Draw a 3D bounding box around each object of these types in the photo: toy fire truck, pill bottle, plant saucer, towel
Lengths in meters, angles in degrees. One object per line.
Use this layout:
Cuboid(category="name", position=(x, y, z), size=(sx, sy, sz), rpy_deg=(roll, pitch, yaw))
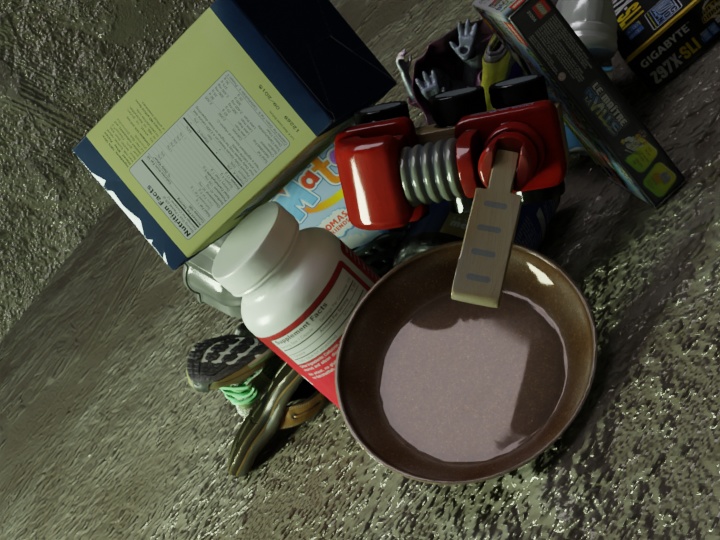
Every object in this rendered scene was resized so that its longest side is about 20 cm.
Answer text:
Cuboid(category="toy fire truck", position=(0.064, -0.058, 0.918), size=(0.174, 0.130, 0.200), rpy_deg=(-8, 14, 16))
Cuboid(category="pill bottle", position=(0.093, -0.017, 1.061), size=(0.111, 0.112, 0.201), rpy_deg=(-24, 30, 49))
Cuboid(category="plant saucer", position=(0.079, 0.070, 0.915), size=(0.198, 0.037, 0.203), rpy_deg=(-10, 56, 15))
Cuboid(category="towel", position=(0.147, -0.182, 1.217), size=(0.201, 0.023, 0.144), rpy_deg=(88, -156, -50))
Cuboid(category="pill bottle", position=(-0.031, 0.036, 1.080), size=(0.112, 0.200, 0.113), rpy_deg=(-38, 24, 21))

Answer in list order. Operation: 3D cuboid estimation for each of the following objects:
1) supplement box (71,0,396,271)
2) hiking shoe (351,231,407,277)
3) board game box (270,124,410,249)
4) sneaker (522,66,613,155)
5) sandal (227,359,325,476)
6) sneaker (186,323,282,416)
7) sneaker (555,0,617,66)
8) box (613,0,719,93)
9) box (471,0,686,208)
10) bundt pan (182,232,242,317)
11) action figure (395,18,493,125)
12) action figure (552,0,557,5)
Cuboid(category="supplement box", position=(-0.103, -0.134, 1.069), size=(0.199, 0.135, 0.200), rpy_deg=(-40, 2, 24))
Cuboid(category="hiking shoe", position=(0.000, 0.000, 1.190), size=(0.197, 0.075, 0.087), rpy_deg=(-14, 17, -8))
Cuboid(category="board game box", position=(-0.001, -0.063, 1.219), size=(0.151, 0.200, 0.037), rpy_deg=(-39, 20, 23))
Cuboid(category="sneaker", position=(0.191, -0.151, 1.161), size=(0.200, 0.075, 0.082), rpy_deg=(-65, -22, -82))
Cuboid(category="sandal", position=(-0.067, 0.131, 1.222), size=(0.201, 0.054, 0.082), rpy_deg=(-58, 10, 15))
Cuboid(category="sneaker", position=(-0.116, 0.111, 1.265), size=(0.076, 0.090, 0.200), rpy_deg=(4, 9, 20))
Cuboid(category="sneaker", position=(0.209, -0.237, 1.165), size=(0.200, 0.074, 0.090), rpy_deg=(-170, 84, -88))
Cuboid(category="box", position=(0.311, -0.270, 1.186), size=(0.159, 0.049, 0.201), rpy_deg=(-42, 19, 20))
Cuboid(category="box", position=(0.176, -0.146, 0.996), size=(0.035, 0.200, 0.110), rpy_deg=(-41, 19, 4))
Cuboid(category="bundt pan", position=(-0.093, -0.032, 1.321), size=(0.075, 0.202, 0.202), rpy_deg=(33, 78, 31))
Cuboid(category="action figure", position=(0.121, -0.206, 1.406), size=(0.132, 0.151, 0.200), rpy_deg=(-19, -13, 3))
Cuboid(category="action figure", position=(0.214, -0.284, 1.329), size=(0.195, 0.104, 0.200), rpy_deg=(-56, -16, -5))
